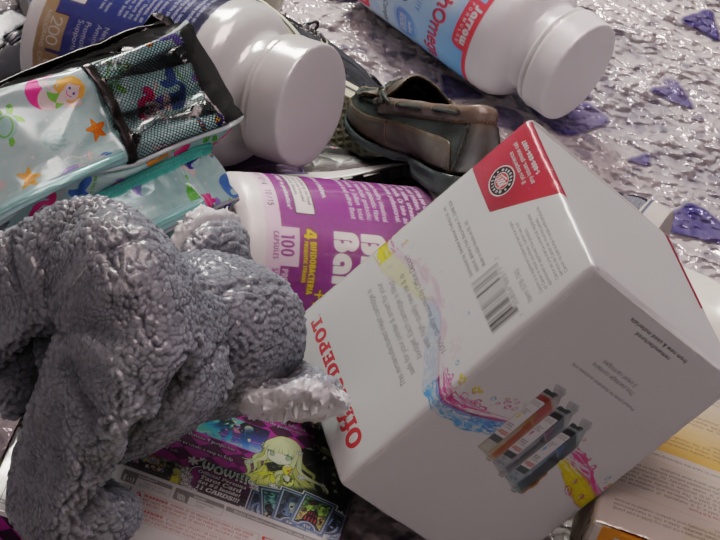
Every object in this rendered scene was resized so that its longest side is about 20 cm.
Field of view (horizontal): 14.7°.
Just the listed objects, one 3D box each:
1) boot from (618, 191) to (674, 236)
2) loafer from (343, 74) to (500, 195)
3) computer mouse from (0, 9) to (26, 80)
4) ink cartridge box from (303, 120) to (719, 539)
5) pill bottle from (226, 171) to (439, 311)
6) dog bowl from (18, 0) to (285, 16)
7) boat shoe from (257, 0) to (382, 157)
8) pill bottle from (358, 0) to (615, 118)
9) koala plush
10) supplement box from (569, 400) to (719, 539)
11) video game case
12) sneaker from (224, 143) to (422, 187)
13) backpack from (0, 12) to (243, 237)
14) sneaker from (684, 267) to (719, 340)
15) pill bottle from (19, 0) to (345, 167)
[{"bbox_3d":[0.141,-0.004,1.887,0.090,0.073,0.200,21,26,14],"label":"boot"},{"bbox_3d":[0.047,-0.099,1.820,0.072,0.063,0.200,1,17,-23],"label":"loafer"},{"bbox_3d":[-0.214,-0.170,1.883,0.059,0.034,0.200,40,64,8],"label":"computer mouse"},{"bbox_3d":[0.086,0.049,1.631,0.145,0.200,0.146,37,22,-37],"label":"ink cartridge box"},{"bbox_3d":[0.000,0.000,1.761,0.199,0.113,0.112,4,38,-21],"label":"pill bottle"},{"bbox_3d":[-0.156,-0.204,2.005,0.199,0.059,0.200,13,36,-10],"label":"dog bowl"},{"bbox_3d":[-0.049,-0.137,1.929,0.200,0.075,0.062,33,21,-20],"label":"boat shoe"},{"bbox_3d":[0.089,-0.201,2.080,0.200,0.109,0.109,38,38,25],"label":"pill bottle"},{"bbox_3d":[-0.105,0.040,1.544,0.200,0.184,0.178,-4,51,-45],"label":"koala plush"},{"bbox_3d":[0.199,0.139,1.707,0.126,0.074,0.200,20,35,-1],"label":"supplement box"},{"bbox_3d":[-0.105,0.124,1.608,0.199,0.036,0.182,20,36,-1],"label":"video game case"},{"bbox_3d":[-0.011,-0.062,1.877,0.199,0.076,0.088,1,34,-25],"label":"sneaker"},{"bbox_3d":[-0.185,-0.054,1.684,0.200,0.177,0.151,-17,80,-40],"label":"backpack"},{"bbox_3d":[0.282,0.046,1.876,0.200,0.071,0.073,35,37,20],"label":"sneaker"},{"bbox_3d":[-0.114,-0.132,1.822,0.199,0.111,0.111,18,31,28],"label":"pill bottle"}]
